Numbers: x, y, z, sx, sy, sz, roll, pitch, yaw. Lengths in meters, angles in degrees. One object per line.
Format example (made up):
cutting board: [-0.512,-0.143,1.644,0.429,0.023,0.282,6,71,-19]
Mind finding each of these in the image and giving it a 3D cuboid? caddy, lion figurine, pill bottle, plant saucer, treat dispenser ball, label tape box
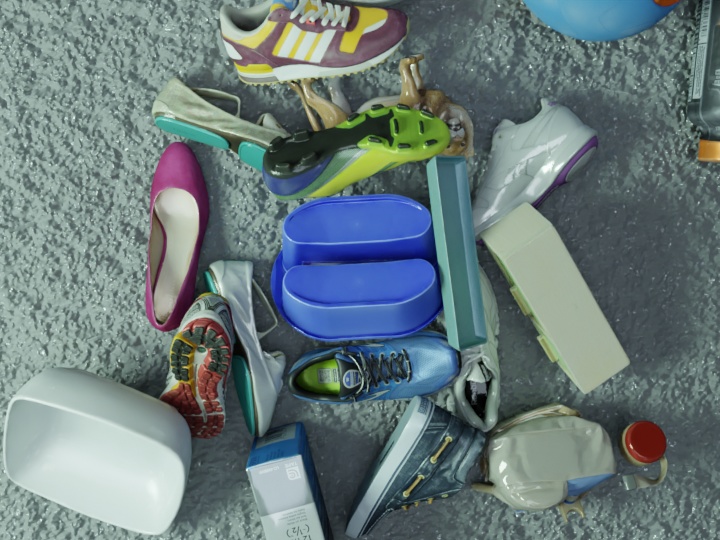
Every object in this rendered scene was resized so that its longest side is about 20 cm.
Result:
caddy: [0.000,0.000,1.156,0.198,0.105,0.143,-2,64,2]
lion figurine: [0.022,-0.165,1.173,0.198,0.073,0.124,-6,104,12]
pill bottle: [0.410,-0.215,1.157,0.105,0.106,0.202,4,96,-3]
plant saucer: [0.100,-0.019,1.126,0.019,0.070,0.202,-8,90,33]
treat dispenser ball: [0.247,-0.336,1.090,0.199,0.201,0.203,0,96,-2]
label tape box: [-0.067,0.282,1.167,0.065,0.143,0.202,-13,96,-1]

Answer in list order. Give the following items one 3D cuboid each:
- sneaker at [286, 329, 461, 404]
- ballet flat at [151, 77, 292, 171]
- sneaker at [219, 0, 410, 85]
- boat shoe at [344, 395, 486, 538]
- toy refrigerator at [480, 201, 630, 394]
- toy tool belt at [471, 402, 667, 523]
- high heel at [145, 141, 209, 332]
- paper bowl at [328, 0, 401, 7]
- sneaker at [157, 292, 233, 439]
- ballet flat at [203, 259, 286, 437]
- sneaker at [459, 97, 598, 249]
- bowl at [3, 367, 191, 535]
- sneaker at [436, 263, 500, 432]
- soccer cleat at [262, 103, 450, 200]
sneaker: [0.012,0.114,1.158,0.198,0.089,0.079,-11,92,15]
ballet flat: [-0.127,-0.154,1.164,0.198,0.067,0.063,23,74,-6]
sneaker: [-0.050,-0.253,1.116,0.198,0.075,0.090,-10,133,14]
boat shoe: [0.057,0.235,1.178,0.090,0.071,0.201,27,119,-3]
toy refrigerator: [0.207,0.033,1.156,0.070,0.076,0.201,-35,118,1]
toy tool belt: [0.229,0.215,1.203,0.198,0.123,0.126,-8,69,-10]
high heel: [-0.203,-0.037,1.154,0.067,0.096,0.202,8,95,-3]
paper bowl: [0.007,-0.382,1.126,0.198,0.104,0.203,0,96,-4]
sneaker: [-0.169,0.108,1.156,0.077,0.083,0.201,17,131,-7]
ballet flat: [-0.117,0.082,1.191,0.069,0.069,0.202,-15,95,-1]
sneaker: [0.164,-0.104,1.187,0.200,0.075,0.100,-43,72,5]
bowl: [-0.273,0.186,1.150,0.198,0.075,0.200,22,138,-2]
sneaker: [0.124,0.082,1.189,0.074,0.081,0.202,-9,95,0]
soccer cleat: [-0.005,-0.119,1.121,0.198,0.084,0.065,-13,61,-4]
